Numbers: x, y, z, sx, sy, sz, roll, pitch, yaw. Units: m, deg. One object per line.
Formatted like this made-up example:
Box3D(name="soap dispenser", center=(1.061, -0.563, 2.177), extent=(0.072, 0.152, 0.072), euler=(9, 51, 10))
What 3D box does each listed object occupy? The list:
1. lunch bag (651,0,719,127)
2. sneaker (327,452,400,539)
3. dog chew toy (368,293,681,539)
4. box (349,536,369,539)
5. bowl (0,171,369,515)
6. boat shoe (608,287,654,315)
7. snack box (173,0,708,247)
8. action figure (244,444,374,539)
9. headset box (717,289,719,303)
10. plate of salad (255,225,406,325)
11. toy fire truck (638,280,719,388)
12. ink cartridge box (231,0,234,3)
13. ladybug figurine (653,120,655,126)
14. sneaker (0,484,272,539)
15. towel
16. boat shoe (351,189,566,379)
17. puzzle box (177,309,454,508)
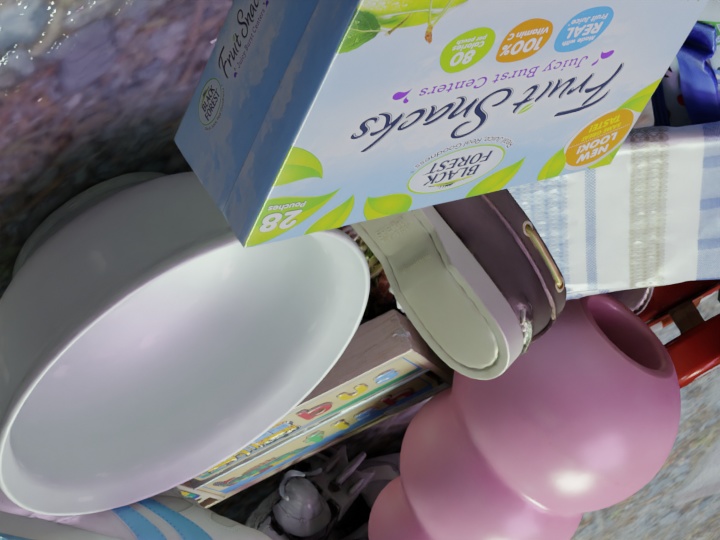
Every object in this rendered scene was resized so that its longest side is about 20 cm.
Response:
Box3D(name="lunch bag", center=(0.180, -0.146, 1.236), extent=(0.161, 0.075, 0.200), euler=(-64, 158, -19))
Box3D(name="sneaker", center=(0.009, 0.179, 1.657), extent=(0.114, 0.075, 0.201), euler=(-9, 140, -39))
Box3D(name="dog chew toy", center=(0.079, 0.102, 1.406), extent=(0.200, 0.125, 0.124), euler=(-50, 150, 22))
Box3D(name="box", center=(-0.026, 0.215, 1.547), extent=(0.200, 0.036, 0.143), euler=(-39, 161, 28))
Box3D(name="bowl", center=(-0.101, 0.018, 1.232), extent=(0.200, 0.091, 0.202), euler=(-27, 152, -15))
Box3D(name="boat shoe", center=(0.126, -0.034, 1.377), extent=(0.072, 0.072, 0.201), euler=(-28, 136, -11))
Box3D(name="snack box", center=(0.045, -0.102, 1.035), extent=(0.199, 0.068, 0.169), euler=(-12, 146, -35))
Box3D(name="action figure", center=(-0.057, 0.167, 1.545), extent=(0.130, 0.069, 0.200), euler=(-32, 162, -29))
Box3D(name="headset box", center=(0.309, 0.005, 1.589), extent=(0.093, 0.174, 0.200), euler=(-37, 156, -14))
Box3D(name="plate of salad", center=(0.000, 0.000, 1.370), extent=(0.199, 0.048, 0.200), euler=(-27, 154, -15))
Box3D(name="toy fire truck", center=(0.135, 0.039, 1.545), extent=(0.199, 0.113, 0.168), euler=(-29, 172, -9))
Box3D(name="ink cartridge box", center=(0.041, -0.172, 1.086), extent=(0.199, 0.084, 0.145), euler=(-1, 139, -49))
Box3D(name="ladybug figurine", center=(0.234, -0.093, 1.369), extent=(0.200, 0.135, 0.072), euler=(-51, 136, -21))
Box3D(name="sneaker", center=(-0.125, 0.120, 1.316), extent=(0.199, 0.081, 0.076), euler=(18, 147, -30))
Box3D(name="towel", center=(0.106, -0.028, 1.275), extent=(0.198, 0.024, 0.147), euler=(-6, 151, 3))
Box3D(name="boat shoe", center=(0.023, -0.049, 1.183), extent=(0.059, 0.201, 0.072), euler=(-38, -173, -35))
Box3D(name="puzzle box", center=(-0.049, 0.084, 1.413), extent=(0.199, 0.026, 0.133), euler=(-27, 165, 8))
